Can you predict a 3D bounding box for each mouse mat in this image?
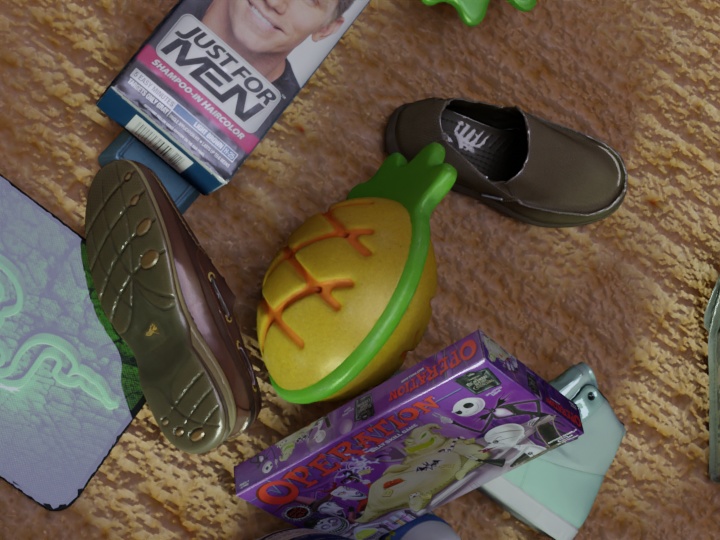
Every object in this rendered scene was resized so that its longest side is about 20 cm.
[{"bbox_3d":[-0.229,0.042,0.897,0.200,0.008,0.161,38,73,-13],"label":"mouse mat"}]

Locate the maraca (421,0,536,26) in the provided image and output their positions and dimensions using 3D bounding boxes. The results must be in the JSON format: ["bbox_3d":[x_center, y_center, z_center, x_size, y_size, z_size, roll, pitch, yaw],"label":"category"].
[{"bbox_3d":[0.073,-0.279,0.988,0.137,0.107,0.201,-18,92,-14],"label":"maraca"}]

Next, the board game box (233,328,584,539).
[{"bbox_3d":[0.030,0.117,0.885,0.120,0.200,0.032,39,31,-37],"label":"board game box"}]

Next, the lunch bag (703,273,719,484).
[{"bbox_3d":[0.363,0.068,1.063,0.163,0.118,0.201,-1,90,-20],"label":"lunch bag"}]

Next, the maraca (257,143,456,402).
[{"bbox_3d":[0.000,0.000,0.914,0.107,0.137,0.201,39,65,-29],"label":"maraca"}]

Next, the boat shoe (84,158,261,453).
[{"bbox_3d":[-0.123,0.021,0.908,0.067,0.072,0.201,-14,79,-57],"label":"boat shoe"}]

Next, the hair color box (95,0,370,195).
[{"bbox_3d":[-0.077,-0.160,0.927,0.100,0.060,0.200,40,72,-13],"label":"hair color box"}]

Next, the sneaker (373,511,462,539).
[{"bbox_3d":[0.052,0.265,0.944,0.074,0.082,0.201,-12,92,-23],"label":"sneaker"}]

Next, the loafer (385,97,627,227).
[{"bbox_3d":[0.117,-0.080,1.008,0.199,0.067,0.076,10,82,-20],"label":"loafer"}]

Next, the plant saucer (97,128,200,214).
[{"bbox_3d":[-0.094,-0.127,0.959,0.070,0.019,0.200,43,73,-12],"label":"plant saucer"}]

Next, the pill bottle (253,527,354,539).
[{"bbox_3d":[-0.028,0.223,0.855,0.115,0.200,0.116,2,84,-19],"label":"pill bottle"}]

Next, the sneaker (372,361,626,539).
[{"bbox_3d":[0.105,0.099,0.982,0.200,0.074,0.118,37,80,-24],"label":"sneaker"}]
